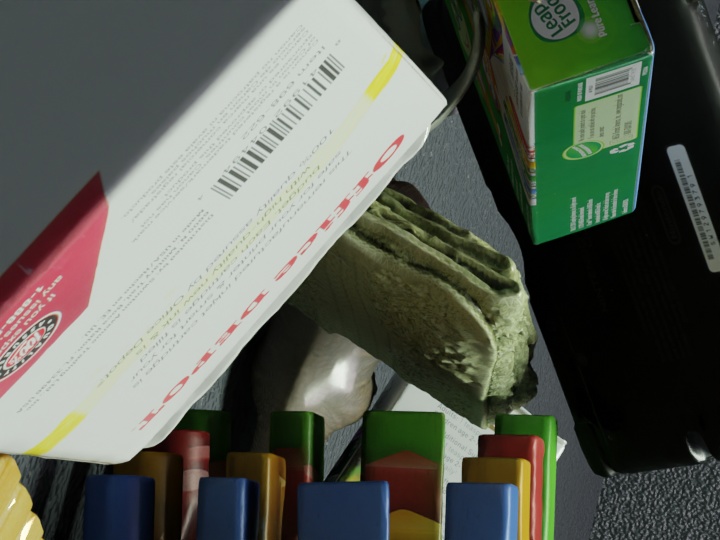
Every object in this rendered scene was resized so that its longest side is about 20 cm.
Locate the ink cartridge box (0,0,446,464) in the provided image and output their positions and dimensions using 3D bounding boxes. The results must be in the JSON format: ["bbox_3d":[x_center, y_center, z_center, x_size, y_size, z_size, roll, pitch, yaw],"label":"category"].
[{"bbox_3d":[-0.067,-0.030,0.714,0.145,0.083,0.200,-47,168,2],"label":"ink cartridge box"}]

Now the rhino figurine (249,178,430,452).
[{"bbox_3d":[-0.018,0.041,1.242,0.087,0.059,0.201,-22,133,-82],"label":"rhino figurine"}]

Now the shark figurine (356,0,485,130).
[{"bbox_3d":[-0.022,-0.099,0.933,0.128,0.089,0.215,83,-10,-61],"label":"shark figurine"}]

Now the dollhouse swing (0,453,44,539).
[{"bbox_3d":[-0.093,0.186,0.815,0.176,0.181,0.200,-48,159,-20],"label":"dollhouse swing"}]

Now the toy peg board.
[{"bbox_3d":[-0.013,0.095,1.028,0.199,0.199,0.099,41,50,-77],"label":"toy peg board"}]

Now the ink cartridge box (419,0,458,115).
[{"bbox_3d":[0.006,-0.113,1.123,0.200,0.050,0.110,-25,122,-73],"label":"ink cartridge box"}]

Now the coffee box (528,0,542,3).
[{"bbox_3d":[-0.001,-0.153,0.725,0.200,0.079,0.115,28,77,-68],"label":"coffee box"}]

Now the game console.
[{"bbox_3d":[0.111,-0.034,1.095,0.116,0.175,0.201,-32,104,-45],"label":"game console"}]

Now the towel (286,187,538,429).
[{"bbox_3d":[0.000,0.000,1.062,0.037,0.148,0.200,-58,169,-9],"label":"towel"}]

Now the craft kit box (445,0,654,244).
[{"bbox_3d":[0.042,-0.126,0.920,0.200,0.048,0.199,74,0,-76],"label":"craft kit box"}]

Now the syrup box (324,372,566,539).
[{"bbox_3d":[0.003,0.141,1.255,0.201,0.081,0.079,-58,-175,-12],"label":"syrup box"}]
